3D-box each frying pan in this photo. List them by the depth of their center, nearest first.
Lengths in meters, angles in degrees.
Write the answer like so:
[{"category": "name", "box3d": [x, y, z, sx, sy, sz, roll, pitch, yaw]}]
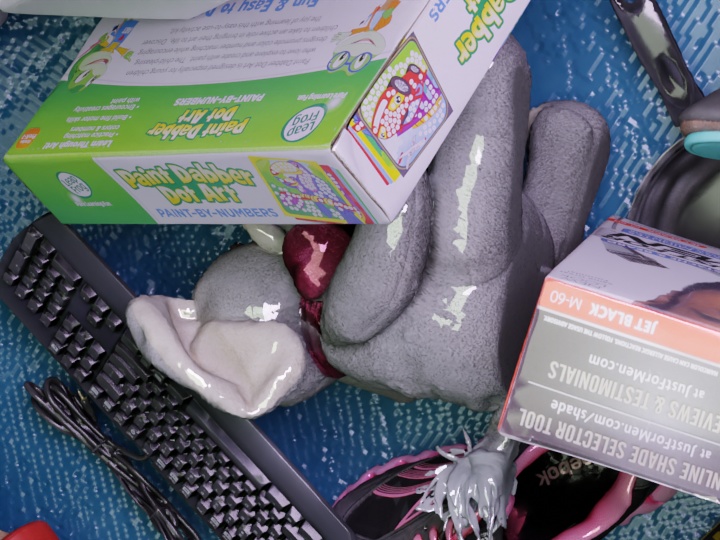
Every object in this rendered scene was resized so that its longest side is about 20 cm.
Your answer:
[{"category": "frying pan", "box3d": [0.140, -0.033, 1.071, 0.190, 0.031, 0.115, 42, 102, 6]}]

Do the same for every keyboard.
[{"category": "keyboard", "box3d": [-0.088, 0.072, 1.096, 0.200, 0.021, 0.127, 47, 146, 9]}]

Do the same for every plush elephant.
[{"category": "plush elephant", "box3d": [0.000, 0.000, 1.038, 0.154, 0.165, 0.202, 9, 89, 22]}]

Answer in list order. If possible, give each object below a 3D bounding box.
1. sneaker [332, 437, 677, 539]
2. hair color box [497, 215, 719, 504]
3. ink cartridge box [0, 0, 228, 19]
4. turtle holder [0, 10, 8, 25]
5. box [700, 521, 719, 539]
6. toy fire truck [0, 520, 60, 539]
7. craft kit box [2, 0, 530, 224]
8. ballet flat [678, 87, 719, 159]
[{"category": "sneaker", "box3d": [0.046, 0.111, 1.080, 0.199, 0.095, 0.079, -33, 93, 15]}, {"category": "hair color box", "box3d": [0.126, 0.032, 0.968, 0.110, 0.200, 0.064, 18, 102, 9]}, {"category": "ink cartridge box", "box3d": [-0.064, -0.173, 0.882, 0.083, 0.200, 0.146, 1, 86, -23]}, {"category": "turtle holder", "box3d": [-0.220, -0.164, 1.069, 0.185, 0.141, 0.132, 44, 108, -2]}, {"category": "box", "box3d": [0.179, 0.190, 1.066, 0.200, 0.049, 0.160, -44, 90, 0]}, {"category": "toy fire truck", "box3d": [-0.182, 0.180, 1.133, 0.176, 0.129, 0.200, -41, 77, 15]}, {"category": "craft kit box", "box3d": [-0.018, -0.104, 0.978, 0.199, 0.198, 0.049, 2, 139, 48]}, {"category": "ballet flat", "box3d": [0.222, -0.061, 0.976, 0.198, 0.068, 0.069, 11, 83, -1]}]
